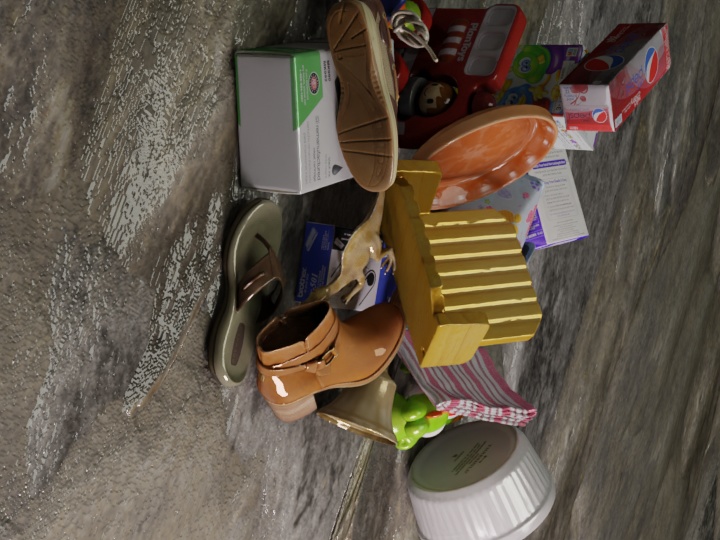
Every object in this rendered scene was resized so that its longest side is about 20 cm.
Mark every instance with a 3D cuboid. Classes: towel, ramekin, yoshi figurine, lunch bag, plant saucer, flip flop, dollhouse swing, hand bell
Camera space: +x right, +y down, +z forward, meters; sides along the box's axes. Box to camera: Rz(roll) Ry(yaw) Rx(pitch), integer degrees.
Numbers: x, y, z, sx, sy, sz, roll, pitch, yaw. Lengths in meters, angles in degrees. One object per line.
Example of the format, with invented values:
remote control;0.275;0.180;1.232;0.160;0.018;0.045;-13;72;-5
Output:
towel;0.130;0.134;1.593;0.199;0.147;0.030;16;117;-45
ramekin;0.153;0.283;1.637;0.202;0.201;0.095;-45;118;-44
yoshi figurine;0.072;0.175;1.600;0.112;0.112;0.200;-47;169;18
lunch bag;0.155;-0.023;1.625;0.170;0.126;0.201;-55;166;-35
plant saucer;0.138;-0.138;1.454;0.200;0.199;0.033;14;49;-57
flip flop;-0.111;0.025;1.294;0.081;0.057;0.203;25;75;-56
dollhouse swing;0.129;-0.015;1.398;0.182;0.174;0.202;106;-29;-65
hand bell;0.031;0.097;1.467;0.104;0.103;0.202;38;70;-53

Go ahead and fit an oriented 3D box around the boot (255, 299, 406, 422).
boot;-0.029;0.072;1.341;0.200;0.074;0.155;-40;151;-20

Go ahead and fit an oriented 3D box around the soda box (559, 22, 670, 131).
soda box;0.321;-0.244;1.533;0.200;0.069;0.064;-44;129;-43

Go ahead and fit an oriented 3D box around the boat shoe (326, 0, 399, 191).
boat shoe;0.016;-0.187;1.288;0.072;0.071;0.202;-30;113;-50

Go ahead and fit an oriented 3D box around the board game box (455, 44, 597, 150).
board game box;0.209;-0.229;1.610;0.105;0.198;0.104;34;68;-53

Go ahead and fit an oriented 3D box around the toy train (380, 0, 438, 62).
toy train;0.036;-0.286;1.361;0.085;0.200;0.115;-46;162;16

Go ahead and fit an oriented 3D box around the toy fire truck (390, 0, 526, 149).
toy fire truck;0.098;-0.236;1.468;0.112;0.166;0.202;50;55;-48

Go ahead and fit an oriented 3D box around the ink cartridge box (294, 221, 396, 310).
ink cartridge box;0.000;0.000;1.474;0.199;0.044;0.095;9;90;-58

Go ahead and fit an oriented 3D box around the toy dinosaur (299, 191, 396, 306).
toy dinosaur;0.006;-0.032;1.360;0.202;0.058;0.101;-63;159;-5

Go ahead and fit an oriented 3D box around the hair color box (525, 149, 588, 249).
hair color box;0.246;-0.132;1.731;0.109;0.064;0.203;-11;87;-47

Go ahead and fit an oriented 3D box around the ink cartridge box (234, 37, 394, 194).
ink cartridge box;-0.043;-0.175;1.338;0.199;0.083;0.148;-24;116;-54
